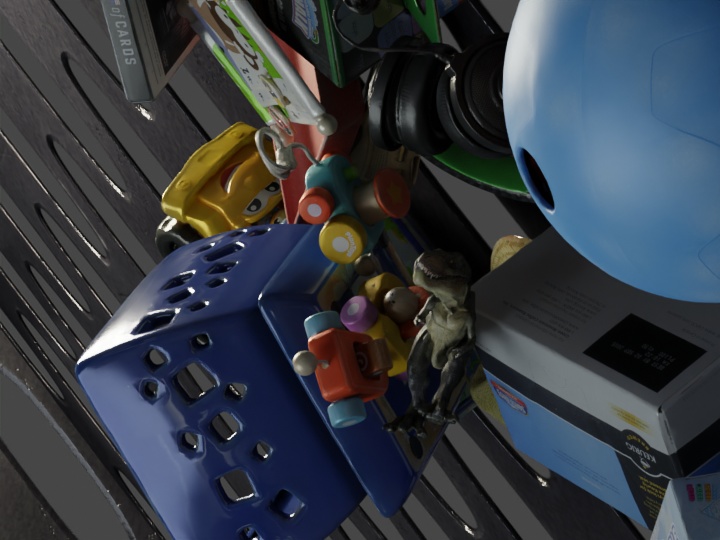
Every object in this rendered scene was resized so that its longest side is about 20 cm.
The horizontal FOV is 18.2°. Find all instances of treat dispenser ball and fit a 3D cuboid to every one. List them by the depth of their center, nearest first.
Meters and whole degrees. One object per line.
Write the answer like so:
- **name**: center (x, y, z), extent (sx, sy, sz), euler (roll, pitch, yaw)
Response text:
- **treat dispenser ball**: center (0.165, -0.086, 1.047), extent (0.201, 0.200, 0.201), euler (46, 160, 22)

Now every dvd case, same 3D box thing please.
- **dvd case**: center (-0.135, -0.228, 1.545), extent (0.025, 0.200, 0.151), euler (-1, 121, 20)

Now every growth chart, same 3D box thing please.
- **growth chart**: center (-0.072, -0.141, 1.457), extent (0.145, 0.018, 0.200), euler (51, 172, -10)

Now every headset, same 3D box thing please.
- **headset**: center (0.058, -0.109, 1.246), extent (0.123, 0.095, 0.200), euler (4, 155, 44)

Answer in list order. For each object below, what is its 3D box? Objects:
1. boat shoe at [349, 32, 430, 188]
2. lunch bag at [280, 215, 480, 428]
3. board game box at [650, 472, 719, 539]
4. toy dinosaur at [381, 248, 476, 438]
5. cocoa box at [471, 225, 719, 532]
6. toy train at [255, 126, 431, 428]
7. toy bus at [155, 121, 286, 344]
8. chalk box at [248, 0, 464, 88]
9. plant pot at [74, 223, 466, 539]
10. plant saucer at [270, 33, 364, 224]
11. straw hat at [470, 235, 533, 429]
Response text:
- **boat shoe**: center (0.033, -0.115, 1.548), extent (0.064, 0.072, 0.200), euler (17, 158, -4)
- **lunch bag**: center (0.015, 0.033, 1.702), extent (0.082, 0.160, 0.201), euler (-41, 81, 33)
- **board game box**: center (0.260, 0.158, 1.261), extent (0.200, 0.197, 0.044), euler (91, 169, -61)
- **toy dinosaur**: center (0.048, 0.055, 1.371), extent (0.047, 0.089, 0.200), euler (15, 160, 6)
- **cocoa box**: center (0.180, 0.062, 1.377), extent (0.200, 0.133, 0.132), euler (29, 150, 51)
- **toy train**: center (0.000, 0.000, 1.407), extent (0.150, 0.055, 0.201), euler (21, -129, -60)
- **toy bus**: center (-0.055, 0.000, 1.869), extent (0.191, 0.136, 0.201), euler (21, 143, 35)
- **chalk box**: center (-0.008, -0.211, 1.373), extent (0.200, 0.124, 0.125), euler (40, 157, 32)
- **plant pot**: center (-0.047, 0.075, 1.531), extent (0.179, 0.200, 0.201), euler (-23, 105, 27)
- **plant saucer**: center (-0.038, -0.151, 1.573), extent (0.200, 0.036, 0.201), euler (116, 146, -68)
- **straw hat**: center (0.126, 0.080, 1.614), extent (0.201, 0.085, 0.201), euler (47, 160, 22)
